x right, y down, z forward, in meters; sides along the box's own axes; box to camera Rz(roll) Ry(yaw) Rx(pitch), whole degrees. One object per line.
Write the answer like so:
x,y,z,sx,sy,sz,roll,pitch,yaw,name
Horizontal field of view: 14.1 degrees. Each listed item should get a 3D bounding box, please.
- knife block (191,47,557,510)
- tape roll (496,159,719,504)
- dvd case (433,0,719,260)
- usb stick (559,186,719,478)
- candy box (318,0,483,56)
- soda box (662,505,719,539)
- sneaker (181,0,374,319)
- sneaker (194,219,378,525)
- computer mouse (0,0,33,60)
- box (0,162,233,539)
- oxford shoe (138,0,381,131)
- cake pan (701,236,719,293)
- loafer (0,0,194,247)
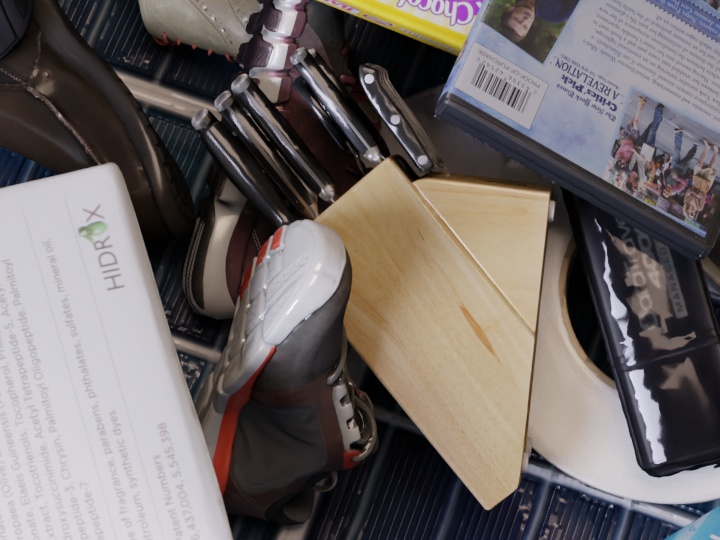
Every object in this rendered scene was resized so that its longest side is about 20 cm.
0.000,0.000,1.349,0.175,0.064,0.201,6,95,6,knife block
0.149,0.012,1.395,0.202,0.037,0.204,0,85,5,tape roll
0.131,-0.118,1.353,0.142,0.018,0.200,29,61,-8,dvd case
0.131,-0.003,1.358,0.055,0.033,0.201,-15,87,-4,usb stick
0.025,-0.164,1.372,0.199,0.026,0.103,20,86,-13,candy box
0.141,0.167,1.339,0.200,0.068,0.064,-29,69,-19,soda box
-0.009,-0.063,1.421,0.115,0.076,0.201,15,99,-11,sneaker
-0.024,0.050,1.319,0.082,0.200,0.077,18,53,-7,sneaker
-0.238,-0.173,1.457,0.140,0.046,0.201,-19,55,13,computer mouse
-0.161,0.097,1.273,0.171,0.199,0.201,-13,64,-11,box
-0.067,-0.132,1.490,0.075,0.070,0.200,-42,76,10,oxford shoe
0.243,-0.047,1.478,0.199,0.037,0.201,2,62,-4,cake pan
-0.152,-0.078,1.446,0.071,0.073,0.200,-36,61,-4,loafer
